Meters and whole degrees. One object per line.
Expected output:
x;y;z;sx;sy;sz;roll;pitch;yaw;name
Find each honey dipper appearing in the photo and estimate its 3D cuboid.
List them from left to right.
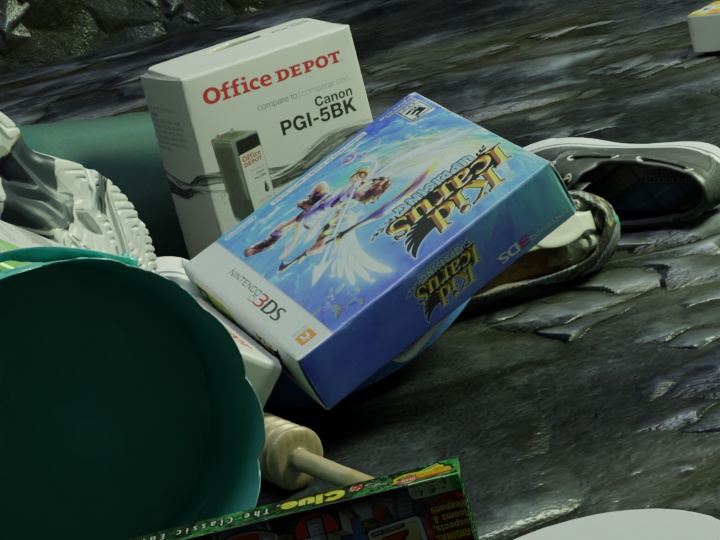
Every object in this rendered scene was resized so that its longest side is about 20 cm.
-0.008;0.117;1.219;0.038;0.038;0.200;-22;20;-27;honey dipper

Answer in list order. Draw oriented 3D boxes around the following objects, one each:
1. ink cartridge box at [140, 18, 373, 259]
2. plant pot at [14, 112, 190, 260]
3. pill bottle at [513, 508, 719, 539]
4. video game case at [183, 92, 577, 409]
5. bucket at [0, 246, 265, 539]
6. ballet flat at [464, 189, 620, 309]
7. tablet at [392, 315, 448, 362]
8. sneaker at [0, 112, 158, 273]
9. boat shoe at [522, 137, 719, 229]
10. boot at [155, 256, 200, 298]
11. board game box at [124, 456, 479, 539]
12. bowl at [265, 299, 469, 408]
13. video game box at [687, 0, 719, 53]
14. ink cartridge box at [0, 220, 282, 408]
-0.062;-0.072;1.642;0.146;0.201;0.083;-21;16;-21;ink cartridge box
-0.220;-0.035;1.725;0.195;0.201;0.200;-15;11;-38;plant pot
0.081;0.170;0.575;0.110;0.201;0.111;-14;14;3;pill bottle
0.008;-0.019;1.385;0.200;0.046;0.181;-38;32;-11;video game case
-0.156;0.087;1.154;0.206;0.208;0.135;-17;8;-10;bucket
0.086;-0.013;1.519;0.199;0.072;0.072;-15;14;-6;ballet flat
0.000;0.000;1.421;0.199;0.014;0.130;9;49;49;tablet
-0.234;-0.025;1.431;0.129;0.199;0.080;-15;54;40;sneaker
0.175;-0.057;1.631;0.199;0.070;0.066;1;18;26;boat shoe
-0.188;0.071;1.499;0.200;0.073;0.091;-32;41;25;boot
-0.041;0.155;0.958;0.199;0.105;0.023;-15;17;4;board game box
-0.013;0.008;1.473;0.200;0.039;0.201;-23;32;15;bowl
0.454;-0.264;2.164;0.199;0.047;0.182;0;18;45;video game box
-0.168;0.041;1.319;0.199;0.084;0.145;23;6;-30;ink cartridge box
